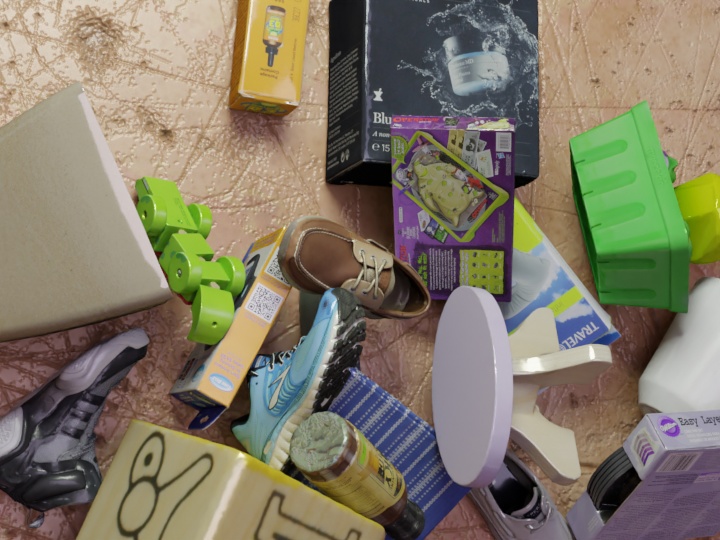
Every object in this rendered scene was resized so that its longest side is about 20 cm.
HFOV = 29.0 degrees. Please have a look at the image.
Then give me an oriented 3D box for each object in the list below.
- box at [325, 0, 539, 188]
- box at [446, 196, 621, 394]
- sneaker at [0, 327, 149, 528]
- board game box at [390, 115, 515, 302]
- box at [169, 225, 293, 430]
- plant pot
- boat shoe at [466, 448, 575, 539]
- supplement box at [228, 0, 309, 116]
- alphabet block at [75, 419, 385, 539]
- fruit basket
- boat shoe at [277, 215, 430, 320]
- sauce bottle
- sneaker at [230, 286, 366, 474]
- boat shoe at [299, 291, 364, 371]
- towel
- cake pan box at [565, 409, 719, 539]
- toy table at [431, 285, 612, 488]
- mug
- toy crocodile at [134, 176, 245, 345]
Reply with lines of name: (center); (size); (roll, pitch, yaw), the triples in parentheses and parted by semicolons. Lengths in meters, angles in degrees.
box: (0.074, -0.189, 1.438); (0.195, 0.117, 0.202); (4, 81, -19)
box: (0.167, 0.031, 1.452); (0.122, 0.048, 0.200); (-37, 98, 17)
sneaker: (-0.258, 0.148, 1.301); (0.200, 0.075, 0.114); (-39, 98, -14)
board game box: (0.091, -0.058, 1.362); (0.119, 0.032, 0.201); (0, 126, 4)
box: (-0.120, 0.058, 1.335); (0.041, 0.119, 0.201); (33, 73, -13)
plant pot: (-0.292, -0.031, 1.254); (0.176, 0.200, 0.201); (-23, 92, -10)
boat shoe: (0.164, 0.247, 1.443); (0.200, 0.065, 0.074); (45, 71, -9)
supplement box: (-0.090, -0.262, 1.415); (0.066, 0.069, 0.202); (8, 79, -18)
alphabet block: (-0.131, 0.271, 1.242); (0.196, 0.195, 0.201); (35, 73, -37)
fruit basket: (0.332, -0.063, 1.464); (0.214, 0.156, 0.217); (-6, 52, 8)
boat shoe: (0.000, 0.000, 1.313); (0.200, 0.071, 0.076); (22, 82, -52)
sauce bottle: (0.004, 0.199, 1.301); (0.065, 0.064, 0.200); (-60, 143, -16)
sneaker: (-0.067, 0.097, 1.289); (0.090, 0.078, 0.201); (34, 112, 15)
boat shoe: (-0.026, 0.066, 1.397); (0.060, 0.076, 0.202); (1, 95, -19)
towel: (0.010, 0.193, 1.380); (0.200, 0.024, 0.145); (38, 101, -18)
cake pan box: (0.330, 0.216, 1.437); (0.199, 0.185, 0.052); (-1, 47, -28)
toy table: (0.147, 0.117, 1.350); (0.116, 0.184, 0.202); (10, 68, -22)
mug: (0.392, 0.125, 1.505); (0.186, 0.149, 0.153); (42, 80, -4)
toy crocodile: (-0.167, -0.015, 1.319); (0.067, 0.062, 0.200); (5, 41, -42)
